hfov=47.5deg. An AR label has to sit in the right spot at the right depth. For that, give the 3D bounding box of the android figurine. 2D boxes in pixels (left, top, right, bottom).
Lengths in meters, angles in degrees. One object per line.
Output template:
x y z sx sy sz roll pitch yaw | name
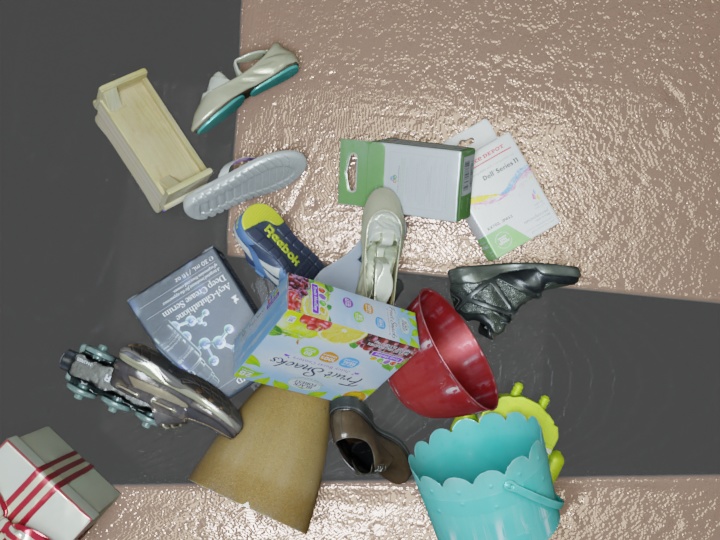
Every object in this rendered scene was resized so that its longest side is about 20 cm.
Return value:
0.223 0.272 1.252 0.181 0.041 0.201 24 89 0 | android figurine

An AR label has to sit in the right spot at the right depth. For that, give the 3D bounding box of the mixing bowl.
0.103 0.139 1.195 0.108 0.200 0.201 -34 88 18 | mixing bowl

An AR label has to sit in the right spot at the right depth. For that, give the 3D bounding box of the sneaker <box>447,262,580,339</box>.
0.238 0.043 1.249 0.198 0.076 0.115 -6 89 1 | sneaker

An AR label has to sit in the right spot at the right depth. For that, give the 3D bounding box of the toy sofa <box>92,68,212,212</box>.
-0.318 -0.195 1.248 0.083 0.098 0.200 -33 88 -28 | toy sofa

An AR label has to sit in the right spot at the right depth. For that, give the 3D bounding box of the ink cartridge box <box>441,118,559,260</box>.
0.203 -0.130 1.259 0.117 0.067 0.201 -30 88 -2 | ink cartridge box

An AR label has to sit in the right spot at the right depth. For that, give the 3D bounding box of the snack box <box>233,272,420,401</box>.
-0.048 0.100 1.107 0.199 0.169 0.068 20 45 -25 | snack box

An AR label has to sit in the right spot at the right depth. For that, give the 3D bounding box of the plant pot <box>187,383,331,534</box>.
-0.122 0.251 1.189 0.186 0.186 0.201 25 72 0 | plant pot

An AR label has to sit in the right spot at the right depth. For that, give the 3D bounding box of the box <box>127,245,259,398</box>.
-0.222 0.089 1.215 0.148 0.107 0.200 -33 89 -4 | box

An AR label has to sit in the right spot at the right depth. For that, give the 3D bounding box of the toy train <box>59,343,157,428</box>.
-0.341 0.169 1.203 0.199 0.114 0.086 24 81 -2 | toy train

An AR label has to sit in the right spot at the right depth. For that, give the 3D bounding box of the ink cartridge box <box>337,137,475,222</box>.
0.067 -0.141 1.229 0.199 0.059 0.104 11 108 26 | ink cartridge box

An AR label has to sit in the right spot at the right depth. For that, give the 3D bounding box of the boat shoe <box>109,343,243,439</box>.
-0.254 0.178 1.125 0.199 0.074 0.074 32 95 5 | boat shoe

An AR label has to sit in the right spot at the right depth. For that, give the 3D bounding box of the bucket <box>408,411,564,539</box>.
0.176 0.299 1.138 0.206 0.207 0.135 -18 99 -3 | bucket

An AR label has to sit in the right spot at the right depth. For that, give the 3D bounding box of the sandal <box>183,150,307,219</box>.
-0.181 -0.144 1.249 0.202 0.083 0.050 -24 62 -4 | sandal

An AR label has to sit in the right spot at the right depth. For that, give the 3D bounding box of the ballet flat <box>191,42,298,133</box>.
-0.186 -0.283 1.242 0.200 0.069 0.070 -37 89 -17 | ballet flat

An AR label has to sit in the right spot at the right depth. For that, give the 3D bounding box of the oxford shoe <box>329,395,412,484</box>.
0.013 0.270 1.190 0.072 0.085 0.200 -23 131 25 | oxford shoe

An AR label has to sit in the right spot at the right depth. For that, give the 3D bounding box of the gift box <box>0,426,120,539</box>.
-0.474 0.356 1.153 0.184 0.187 0.200 38 86 1 | gift box

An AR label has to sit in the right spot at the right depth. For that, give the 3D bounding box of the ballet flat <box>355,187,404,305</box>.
0.033 -0.022 1.176 0.069 0.069 0.201 5 87 -2 | ballet flat

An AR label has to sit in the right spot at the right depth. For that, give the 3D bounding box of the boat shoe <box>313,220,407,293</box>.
0.000 0.000 1.244 0.200 0.065 0.074 -43 74 -7 | boat shoe

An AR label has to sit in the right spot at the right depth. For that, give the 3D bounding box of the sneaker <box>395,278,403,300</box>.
0.003 0.097 1.247 0.091 0.076 0.200 41 90 -11 | sneaker

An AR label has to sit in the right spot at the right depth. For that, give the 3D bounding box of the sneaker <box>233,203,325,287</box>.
-0.120 -0.014 1.246 0.074 0.082 0.200 -44 108 -30 | sneaker
